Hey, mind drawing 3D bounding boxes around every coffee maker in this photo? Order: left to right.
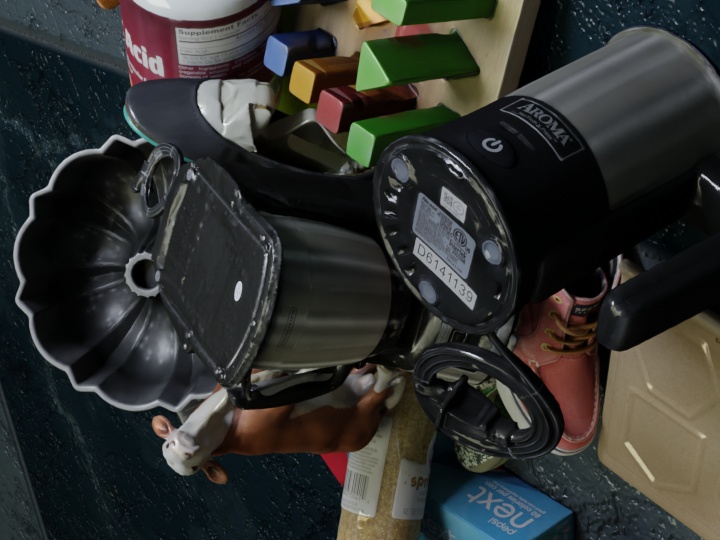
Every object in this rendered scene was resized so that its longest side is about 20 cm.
[{"bbox_3d":[-0.018,-0.011,1.006,0.135,0.199,0.193,-50,48,39],"label":"coffee maker"}]

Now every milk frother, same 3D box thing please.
[{"bbox_3d":[0.118,-0.011,0.919,0.181,0.188,0.200,54,149,14],"label":"milk frother"}]

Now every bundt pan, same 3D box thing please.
[{"bbox_3d":[-0.146,-0.001,1.141,0.202,0.201,0.076,64,-169,-3],"label":"bundt pan"}]

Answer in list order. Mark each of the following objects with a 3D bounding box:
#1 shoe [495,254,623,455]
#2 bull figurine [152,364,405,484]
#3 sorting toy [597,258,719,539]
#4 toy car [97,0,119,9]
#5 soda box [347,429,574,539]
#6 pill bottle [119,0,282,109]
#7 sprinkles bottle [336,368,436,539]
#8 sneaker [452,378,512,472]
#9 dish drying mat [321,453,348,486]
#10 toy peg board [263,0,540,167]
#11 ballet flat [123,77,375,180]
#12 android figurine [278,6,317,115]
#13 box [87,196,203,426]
[{"bbox_3d":[0.132,0.033,1.036,0.091,0.071,0.201,4,111,65],"label":"shoe"},{"bbox_3d":[-0.051,0.091,1.094,0.122,0.200,0.065,-53,57,28],"label":"bull figurine"},{"bbox_3d":[0.233,0.104,0.994,0.185,0.036,0.200,36,145,37],"label":"sorting toy"},{"bbox_3d":[-0.232,-0.289,1.263,0.184,0.177,0.200,-8,120,46],"label":"toy car"},{"bbox_3d":[0.078,0.188,1.253,0.200,0.068,0.064,28,135,43],"label":"soda box"},{"bbox_3d":[-0.112,-0.189,1.095,0.114,0.114,0.200,46,155,25],"label":"pill bottle"},{"bbox_3d":[0.024,0.137,1.203,0.068,0.068,0.201,9,90,53],"label":"sprinkles bottle"},{"bbox_3d":[0.080,0.085,1.148,0.077,0.088,0.200,41,144,31],"label":"sneaker"},{"bbox_3d":[-0.057,0.103,1.437,0.200,0.018,0.077,54,149,11],"label":"dish drying mat"},{"bbox_3d":[0.006,-0.176,1.000,0.199,0.098,0.201,36,125,36],"label":"toy peg board"},{"bbox_3d":[-0.064,-0.096,1.075,0.073,0.200,0.073,-33,45,41],"label":"ballet flat"},{"bbox_3d":[-0.008,-0.130,1.157,0.200,0.041,0.183,33,138,41],"label":"android figurine"},{"bbox_3d":[-0.115,0.022,1.280,0.183,0.104,0.200,63,-171,-2],"label":"box"}]
